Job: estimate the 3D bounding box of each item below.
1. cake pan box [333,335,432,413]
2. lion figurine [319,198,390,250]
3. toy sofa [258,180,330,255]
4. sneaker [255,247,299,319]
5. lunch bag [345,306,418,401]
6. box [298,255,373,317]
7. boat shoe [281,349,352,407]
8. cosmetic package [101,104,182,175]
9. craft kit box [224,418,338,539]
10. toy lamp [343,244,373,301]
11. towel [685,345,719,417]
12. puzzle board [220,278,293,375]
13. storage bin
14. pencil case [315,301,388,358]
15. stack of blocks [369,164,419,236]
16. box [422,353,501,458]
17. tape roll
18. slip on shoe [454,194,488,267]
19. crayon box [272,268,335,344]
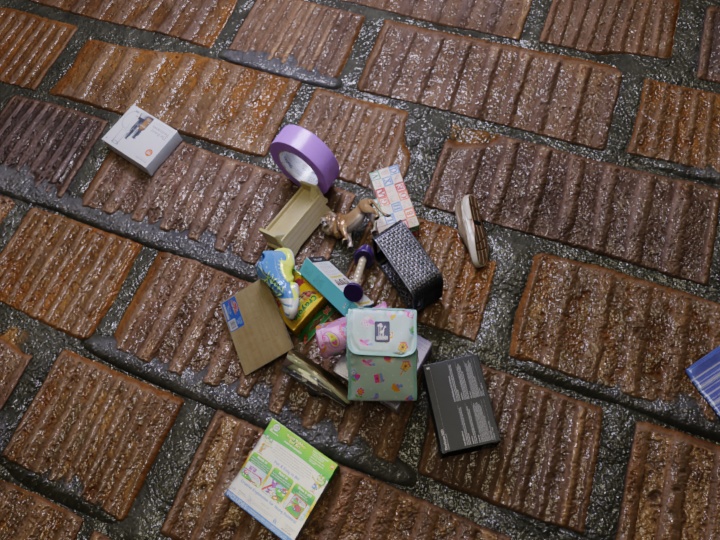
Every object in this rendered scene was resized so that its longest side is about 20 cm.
[{"bbox_3d":[0.053,0.218,1.443,0.196,0.053,0.187,26,68,16],"label":"cake pan box"},{"bbox_3d":[-0.015,-0.140,1.579,0.196,0.072,0.125,-28,54,14],"label":"lion figurine"},{"bbox_3d":[-0.178,-0.141,1.622,0.082,0.098,0.202,22,67,41],"label":"toy sofa"},{"bbox_3d":[-0.213,0.032,1.470,0.102,0.076,0.204,5,50,-23],"label":"sneaker"},{"bbox_3d":[0.049,0.183,1.323,0.164,0.122,0.207,1,103,3],"label":"lunch bag"},{"bbox_3d":[-0.063,0.044,1.510,0.199,0.082,0.050,42,112,21],"label":"box"},{"bbox_3d":[-0.106,0.274,1.427,0.198,0.073,0.066,36,97,11],"label":"boat shoe"},{"bbox_3d":[-0.670,-0.402,1.797,0.197,0.052,0.153,30,74,18],"label":"cosmetic package"},{"bbox_3d":[-0.179,0.483,1.347,0.197,0.049,0.200,29,74,17],"label":"craft kit box"},{"bbox_3d":[0.000,0.000,1.501,0.056,0.060,0.202,4,35,7],"label":"toy lamp"},{"bbox_3d":[0.869,0.279,1.351,0.142,0.024,0.203,-28,66,-6],"label":"towel"},{"bbox_3d":[-0.265,0.140,1.493,0.148,0.017,0.205,-29,73,13],"label":"puzzle board"},{"bbox_3d":[0.119,-0.008,1.491,0.092,0.136,0.202,-29,66,-9],"label":"storage bin"},{"bbox_3d":[-0.012,0.146,1.412,0.194,0.088,0.090,-18,64,-3],"label":"pencil case"},{"bbox_3d":[0.079,-0.180,1.617,0.112,0.059,0.205,-16,65,-2],"label":"stack of blocks"},{"bbox_3d":[0.230,0.315,1.365,0.136,0.079,0.206,-10,65,-3],"label":"box"},{"bbox_3d":[-0.154,-0.303,1.618,0.196,0.201,0.066,29,70,17],"label":"tape roll"},{"bbox_3d":[0.291,-0.100,1.564,0.060,0.075,0.207,-23,67,38],"label":"slip on shoe"},{"bbox_3d":[-0.174,0.078,1.528,0.198,0.051,0.127,38,73,19],"label":"crayon box"}]
